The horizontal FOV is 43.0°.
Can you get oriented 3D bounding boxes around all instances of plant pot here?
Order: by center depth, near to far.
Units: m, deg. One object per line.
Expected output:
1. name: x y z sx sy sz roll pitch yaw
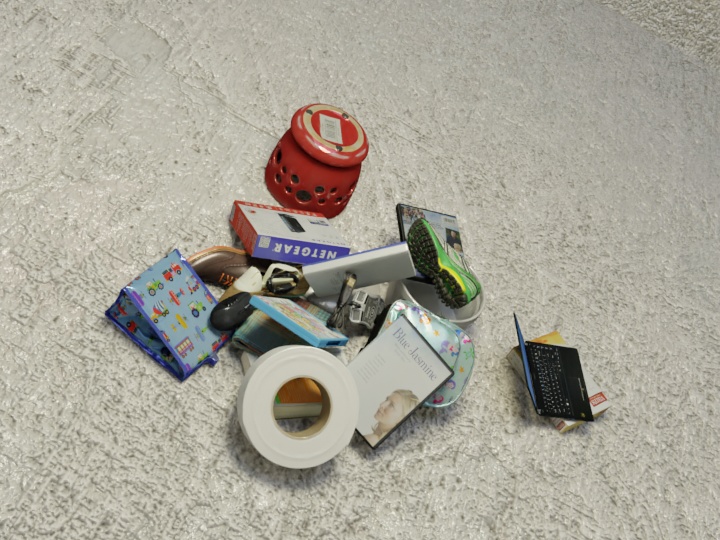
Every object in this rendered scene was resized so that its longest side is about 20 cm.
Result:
1. plant pot: -0.085 -0.240 1.964 0.199 0.183 0.201 17 45 -18

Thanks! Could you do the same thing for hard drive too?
1. hard drive: 0.000 0.000 1.742 0.198 0.132 0.026 -13 67 6

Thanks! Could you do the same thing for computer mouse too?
1. computer mouse: -0.186 0.055 1.656 0.199 0.059 0.034 -30 26 -34
2. computer mouse: -0.008 0.072 1.764 0.044 0.200 0.110 12 82 24

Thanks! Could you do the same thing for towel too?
1. towel: -0.139 0.107 1.702 0.146 0.022 0.200 27 34 3

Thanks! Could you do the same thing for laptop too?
1. laptop: 0.387 0.194 1.836 0.198 0.104 0.178 10 51 -16

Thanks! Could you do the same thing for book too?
1. book: -0.105 0.199 1.652 0.199 0.048 0.134 2 47 -29

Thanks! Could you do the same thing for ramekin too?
1. ramekin: 0.146 0.056 1.878 0.199 0.105 0.201 16 45 -16

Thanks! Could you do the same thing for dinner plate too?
1. dinner plate: -0.048 0.006 1.875 0.199 0.024 0.201 17 45 -17

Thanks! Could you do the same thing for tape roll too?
1. tape roll: -0.104 0.226 1.530 0.201 0.071 0.204 1 87 -16

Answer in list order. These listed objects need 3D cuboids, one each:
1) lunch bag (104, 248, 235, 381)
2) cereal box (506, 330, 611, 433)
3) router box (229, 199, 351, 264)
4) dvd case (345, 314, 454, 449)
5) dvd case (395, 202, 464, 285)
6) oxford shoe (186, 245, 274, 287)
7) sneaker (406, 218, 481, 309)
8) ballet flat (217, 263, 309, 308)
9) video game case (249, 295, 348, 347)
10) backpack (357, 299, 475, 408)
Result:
1. lunch bag: -0.319 0.087 1.612 0.200 0.094 0.151 46 42 0
2. cereal box: 0.416 0.231 1.918 0.143 0.040 0.201 -15 60 -36
3. router box: -0.141 -0.072 1.816 0.199 0.049 0.180 8 22 -27
4. dvd case: 0.049 0.196 1.615 0.200 0.018 0.143 -42 93 -6
5. dvd case: 0.147 -0.049 1.885 0.142 0.018 0.201 11 48 -20
6. oxford shoe: -0.249 0.000 1.734 0.199 0.071 0.073 -7 59 -35
7. sneaker: 0.162 -0.017 1.808 0.085 0.078 0.201 -18 71 -45
8. ballet flat: -0.177 0.024 1.713 0.199 0.073 0.068 -11 36 -34
9. video game case: -0.105 0.091 1.624 0.143 0.018 0.200 32 3 13
10. backpack: 0.115 0.163 1.720 0.199 0.150 0.178 29 77 -11
